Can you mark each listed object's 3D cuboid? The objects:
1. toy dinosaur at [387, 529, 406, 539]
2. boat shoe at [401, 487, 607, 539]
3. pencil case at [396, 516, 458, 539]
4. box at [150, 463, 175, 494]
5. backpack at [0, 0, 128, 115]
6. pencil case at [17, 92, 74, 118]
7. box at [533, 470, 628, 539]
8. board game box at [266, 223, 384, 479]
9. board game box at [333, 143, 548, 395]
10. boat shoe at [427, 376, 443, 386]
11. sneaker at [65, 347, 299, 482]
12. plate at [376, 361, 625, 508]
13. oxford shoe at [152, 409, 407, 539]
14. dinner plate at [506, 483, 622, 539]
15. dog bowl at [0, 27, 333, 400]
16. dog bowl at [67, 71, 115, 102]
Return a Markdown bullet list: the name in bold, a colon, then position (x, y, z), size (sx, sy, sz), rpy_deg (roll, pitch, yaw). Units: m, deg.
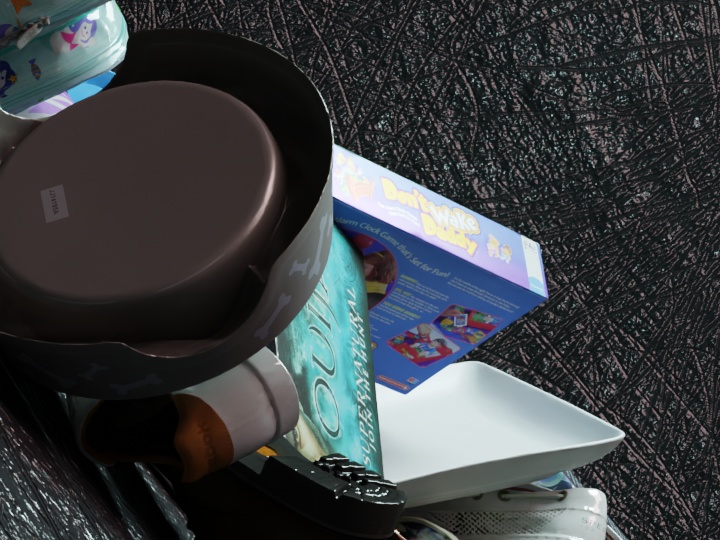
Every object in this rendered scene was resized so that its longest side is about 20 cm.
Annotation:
- **toy dinosaur**: position (0.036, 0.206, 1.535), size (0.200, 0.102, 0.136), rpy_deg (47, -9, -9)
- **boat shoe**: position (0.070, 0.161, 1.907), size (0.199, 0.070, 0.071), rpy_deg (2, -27, 30)
- **pencil case**: position (0.071, 0.233, 1.871), size (0.089, 0.078, 0.200), rpy_deg (42, -4, 44)
- **box**: position (-0.054, 0.134, 1.636), size (0.110, 0.035, 0.200), rpy_deg (50, 3, 13)
- **backpack**: position (-0.200, -0.166, 1.607), size (0.151, 0.200, 0.178), rpy_deg (59, -2, -23)
- **pencil case**: position (-0.179, -0.049, 1.657), size (0.085, 0.084, 0.200), rpy_deg (32, 10, -34)
- **box**: position (0.136, 0.244, 2.068), size (0.200, 0.148, 0.107), rpy_deg (49, 2, -1)
- **board game box**: position (-0.031, 0.044, 1.707), size (0.135, 0.028, 0.201), rpy_deg (46, 31, -50)
- **board game box**: position (0.000, 0.000, 1.866), size (0.200, 0.134, 0.045), rpy_deg (25, 44, -37)
- **boat shoe**: position (0.011, 0.106, 2.030), size (0.201, 0.072, 0.060), rpy_deg (16, -21, -22)
- **sneaker**: position (-0.126, 0.040, 1.428), size (0.200, 0.085, 0.073), rpy_deg (25, -44, 40)
- **plate**: position (0.037, 0.109, 1.907), size (0.200, 0.199, 0.032), rpy_deg (25, -59, 60)
- **oxford shoe**: position (-0.066, 0.112, 1.462), size (0.072, 0.085, 0.200), rpy_deg (4, 17, -41)
- **dinner plate**: position (0.124, 0.225, 1.952), size (0.200, 0.200, 0.024), rpy_deg (50, 45, 9)
- **dog bowl**: position (-0.104, -0.024, 1.402), size (0.200, 0.200, 0.059), rpy_deg (52, -13, 43)
- **dog bowl**: position (-0.147, -0.043, 1.921), size (0.111, 0.050, 0.200), rpy_deg (20, 36, -44)
